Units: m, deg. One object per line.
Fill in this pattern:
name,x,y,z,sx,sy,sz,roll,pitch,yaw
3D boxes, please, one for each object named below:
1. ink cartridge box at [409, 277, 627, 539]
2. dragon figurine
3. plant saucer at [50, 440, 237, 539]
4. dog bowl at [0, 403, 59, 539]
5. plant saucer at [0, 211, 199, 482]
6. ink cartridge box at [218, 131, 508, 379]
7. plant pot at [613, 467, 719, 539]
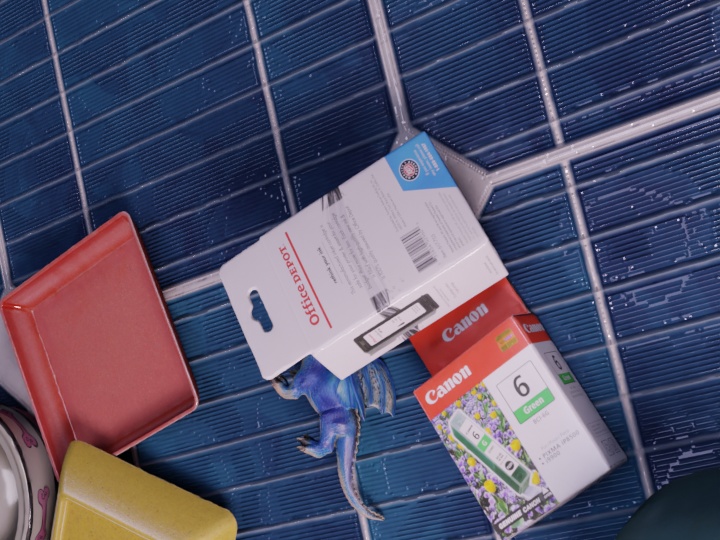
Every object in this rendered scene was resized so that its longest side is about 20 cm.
ink cartridge box,0.105,0.092,0.882,0.109,0.050,0.202,-39,72,25
dragon figurine,-0.010,0.105,0.945,0.099,0.059,0.202,-32,73,27
plant saucer,-0.223,0.288,1.056,0.197,0.048,0.203,19,106,22
dog bowl,-0.382,0.227,1.158,0.197,0.073,0.204,0,90,30
plant saucer,-0.249,0.077,1.100,0.198,0.037,0.203,-30,74,27
ink cartridge box,0.000,0.000,0.888,0.198,0.068,0.117,-32,60,7
plant pot,0.234,0.243,0.743,0.198,0.160,0.205,0,89,30
